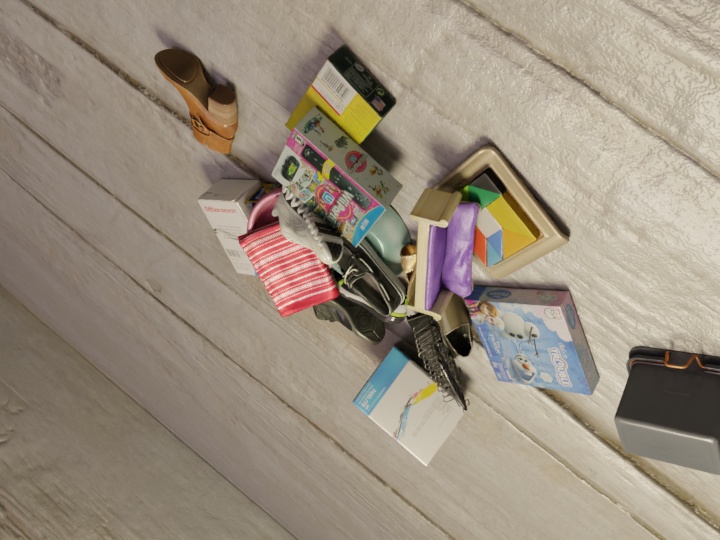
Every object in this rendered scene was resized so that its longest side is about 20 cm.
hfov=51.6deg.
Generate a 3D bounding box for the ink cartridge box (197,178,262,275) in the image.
[{"bbox_3d":[-0.245,-0.093,1.619,0.142,0.084,0.203,7,133,42],"label":"ink cartridge box"}]

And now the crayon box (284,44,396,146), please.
[{"bbox_3d":[-0.039,-0.261,1.243,0.127,0.051,0.199,46,146,-5],"label":"crayon box"}]

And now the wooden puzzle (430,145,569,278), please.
[{"bbox_3d":[0.210,-0.082,1.191,0.200,0.037,0.184,47,147,-5],"label":"wooden puzzle"}]

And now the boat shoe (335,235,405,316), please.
[{"bbox_3d":[0.000,0.000,1.357,0.199,0.071,0.072,40,132,-2],"label":"boat shoe"}]

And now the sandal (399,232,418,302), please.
[{"bbox_3d":[0.105,-0.032,1.345,0.070,0.076,0.215,48,150,30],"label":"sandal"}]

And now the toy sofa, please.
[{"bbox_3d":[0.133,-0.023,1.206,0.095,0.083,0.204,15,131,19],"label":"toy sofa"}]

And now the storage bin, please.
[{"bbox_3d":[0.487,0.212,1.135,0.197,0.135,0.148,5,132,42],"label":"storage bin"}]

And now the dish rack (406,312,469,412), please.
[{"bbox_3d":[0.150,0.177,1.429,0.054,0.201,0.155,-27,113,9],"label":"dish rack"}]

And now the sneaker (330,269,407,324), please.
[{"bbox_3d":[0.026,0.031,1.507,0.197,0.071,0.085,29,111,27],"label":"sneaker"}]

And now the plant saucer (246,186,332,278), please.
[{"bbox_3d":[-0.124,-0.081,1.470,0.194,0.051,0.205,2,125,2],"label":"plant saucer"}]

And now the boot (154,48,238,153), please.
[{"bbox_3d":[-0.321,-0.329,1.463,0.197,0.077,0.156,31,150,5],"label":"boot"}]

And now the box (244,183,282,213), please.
[{"bbox_3d":[-0.163,-0.079,1.559,0.063,0.070,0.203,6,132,41],"label":"box"}]

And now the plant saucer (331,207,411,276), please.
[{"bbox_3d":[-0.003,-0.048,1.398,0.196,0.039,0.205,12,128,16],"label":"plant saucer"}]

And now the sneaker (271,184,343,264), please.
[{"bbox_3d":[-0.097,-0.074,1.337,0.081,0.074,0.201,-50,51,20],"label":"sneaker"}]

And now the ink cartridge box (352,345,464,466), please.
[{"bbox_3d":[0.103,0.279,1.564,0.199,0.147,0.147,39,177,6],"label":"ink cartridge box"}]

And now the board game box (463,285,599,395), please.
[{"bbox_3d":[0.300,0.122,1.315,0.196,0.043,0.203,2,129,44],"label":"board game box"}]

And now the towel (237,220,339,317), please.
[{"bbox_3d":[-0.141,-0.005,1.479,0.141,0.023,0.203,-18,121,15],"label":"towel"}]

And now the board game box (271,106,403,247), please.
[{"bbox_3d":[-0.043,-0.154,1.265,0.199,0.065,0.148,39,148,-2],"label":"board game box"}]

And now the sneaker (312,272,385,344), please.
[{"bbox_3d":[-0.033,0.089,1.610,0.198,0.077,0.114,38,158,-1],"label":"sneaker"}]

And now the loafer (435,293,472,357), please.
[{"bbox_3d":[0.170,0.076,1.352,0.070,0.074,0.203,-119,5,-58],"label":"loafer"}]
